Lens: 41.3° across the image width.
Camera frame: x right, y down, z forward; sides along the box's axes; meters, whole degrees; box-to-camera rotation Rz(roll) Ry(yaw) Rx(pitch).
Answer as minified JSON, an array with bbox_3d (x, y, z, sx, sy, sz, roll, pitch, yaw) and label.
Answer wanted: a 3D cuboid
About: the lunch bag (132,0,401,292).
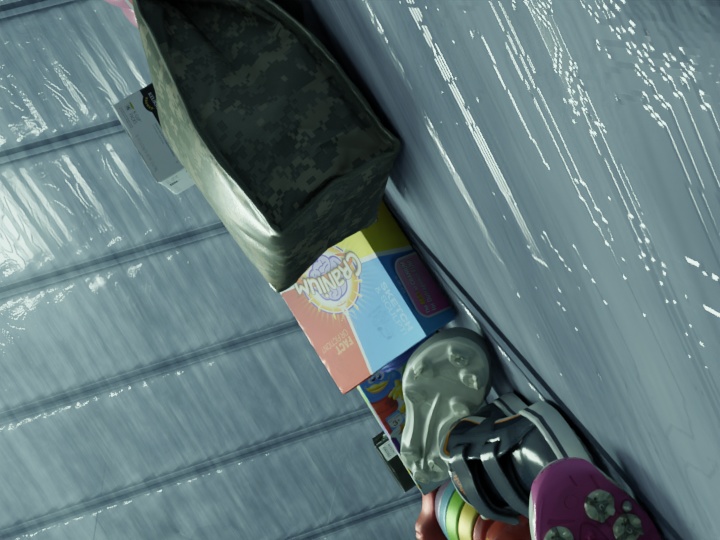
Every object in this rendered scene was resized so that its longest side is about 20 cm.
[{"bbox_3d":[-0.075,-0.106,0.649,0.201,0.117,0.164,51,168,8],"label":"lunch bag"}]

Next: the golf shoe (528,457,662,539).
[{"bbox_3d":[0.145,0.185,0.562,0.202,0.075,0.092,60,179,-18],"label":"golf shoe"}]

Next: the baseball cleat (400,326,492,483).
[{"bbox_3d":[0.073,0.092,0.796,0.069,0.107,0.201,22,139,7],"label":"baseball cleat"}]

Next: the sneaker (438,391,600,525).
[{"bbox_3d":[0.105,0.136,0.654,0.079,0.079,0.200,58,175,1],"label":"sneaker"}]

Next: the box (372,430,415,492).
[{"bbox_3d":[0.118,0.398,2.160,0.125,0.148,0.200,56,177,4],"label":"box"}]

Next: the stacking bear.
[{"bbox_3d":[0.152,0.290,1.097,0.200,0.112,0.124,-160,66,-67],"label":"stacking bear"}]

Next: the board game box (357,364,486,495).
[{"bbox_3d":[0.053,0.121,1.035,0.104,0.104,0.200,61,175,-36],"label":"board game box"}]

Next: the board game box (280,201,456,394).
[{"bbox_3d":[-0.021,-0.008,0.840,0.201,0.040,0.153,57,142,7],"label":"board game box"}]

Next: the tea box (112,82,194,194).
[{"bbox_3d":[-0.245,-0.228,1.454,0.135,0.195,0.200,58,177,-2],"label":"tea box"}]

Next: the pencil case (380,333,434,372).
[{"bbox_3d":[0.000,0.000,0.946,0.201,0.087,0.078,57,152,-9],"label":"pencil case"}]

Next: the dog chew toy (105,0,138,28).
[{"bbox_3d":[-0.223,-0.320,1.053,0.125,0.124,0.200,55,-176,33],"label":"dog chew toy"}]

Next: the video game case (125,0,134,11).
[{"bbox_3d":[-0.132,-0.207,0.737,0.199,0.018,0.143,27,166,35],"label":"video game case"}]
